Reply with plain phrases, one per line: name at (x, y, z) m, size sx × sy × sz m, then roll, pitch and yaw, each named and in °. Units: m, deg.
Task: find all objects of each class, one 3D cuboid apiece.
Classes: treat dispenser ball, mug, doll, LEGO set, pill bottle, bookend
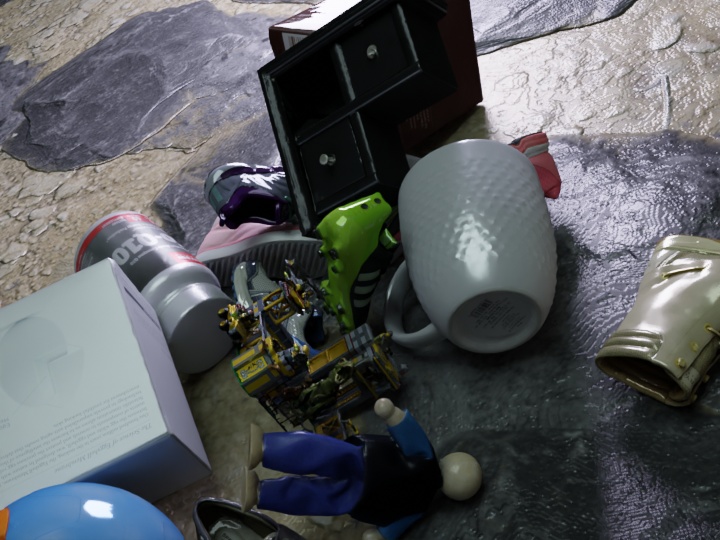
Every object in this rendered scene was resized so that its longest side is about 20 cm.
treat dispenser ball at (-0.224, 0.269, 0.732) m, size 0.200 × 0.201 × 0.201 m, roll -16°, pitch 40°, yaw 14°
mug at (0.098, -0.001, 0.914) m, size 0.200 × 0.148 × 0.176 m, roll -38°, pitch 37°, yaw 29°
doll at (0.006, 0.165, 0.772) m, size 0.199 × 0.137 × 0.048 m, roll 6°, pitch 18°, yaw -11°
LEGO set at (-0.024, 0.087, 0.840) m, size 0.116 × 0.200 × 0.154 m, roll -32°, pitch 21°, yaw 6°
pill bottle at (-0.230, 0.023, 1.066) m, size 0.114 × 0.114 × 0.200 m, roll -41°, pitch 51°, yaw -18°
bookend at (0.014, -0.158, 0.971) m, size 0.198 × 0.092 × 0.201 m, roll -25°, pitch 72°, yaw 31°

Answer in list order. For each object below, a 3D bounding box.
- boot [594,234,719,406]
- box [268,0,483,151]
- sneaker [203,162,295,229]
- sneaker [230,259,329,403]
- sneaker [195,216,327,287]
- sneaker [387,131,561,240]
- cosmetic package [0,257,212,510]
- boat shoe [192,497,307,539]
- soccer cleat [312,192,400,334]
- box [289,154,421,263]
boot at (0.310, 0.047, 0.778) m, size 0.200 × 0.073 × 0.156 m, roll 13°, pitch 52°, yaw 41°
box at (0.023, -0.258, 1.179) m, size 0.166 × 0.165 × 0.200 m, roll 19°, pitch 44°, yaw 43°
sneaker at (-0.072, -0.081, 1.061) m, size 0.199 × 0.075 × 0.088 m, roll -10°, pitch 41°, yaw -15°
sneaker at (-0.081, 0.058, 1.003) m, size 0.085 × 0.077 × 0.200 m, roll -19°, pitch 46°, yaw -6°
sneaker at (-0.103, -0.044, 1.113) m, size 0.200 × 0.075 × 0.105 m, roll -8°, pitch 47°, yaw 29°
sneaker at (0.126, -0.070, 1.008) m, size 0.200 × 0.087 × 0.074 m, roll -28°, pitch 4°, yaw 5°
cosmetic package at (-0.275, 0.133, 0.881) m, size 0.199 × 0.123 × 0.200 m, roll -25°, pitch 58°, yaw -3°
boat shoe at (-0.073, 0.248, 0.777) m, size 0.200 × 0.065 × 0.072 m, roll 20°, pitch 56°, yaw 42°
soccer cleat at (0.000, 0.000, 0.926) m, size 0.081 × 0.200 × 0.068 m, roll -30°, pitch 64°, yaw -17°
box at (0.007, -0.088, 1.134) m, size 0.200 × 0.036 × 0.144 m, roll 22°, pitch 59°, yaw 45°
